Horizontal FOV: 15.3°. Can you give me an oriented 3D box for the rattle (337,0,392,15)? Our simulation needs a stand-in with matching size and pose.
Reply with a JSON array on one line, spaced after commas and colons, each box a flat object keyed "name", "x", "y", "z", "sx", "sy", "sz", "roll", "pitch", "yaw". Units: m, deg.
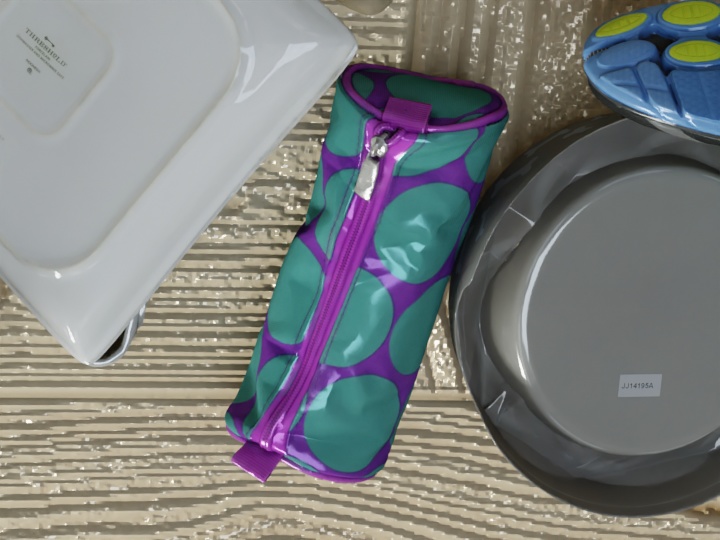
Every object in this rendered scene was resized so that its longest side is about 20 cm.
[{"name": "rattle", "x": -0.002, "y": -0.226, "z": 1.201, "sx": 0.130, "sy": 0.143, "sz": 0.200, "roll": 20, "pitch": 94, "yaw": -50}]

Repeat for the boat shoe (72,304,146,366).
[{"name": "boat shoe", "x": -0.123, "y": -0.050, "z": 1.235, "sx": 0.071, "sy": 0.070, "sz": 0.200, "roll": 0, "pitch": 113, "yaw": -8}]

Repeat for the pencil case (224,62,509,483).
[{"name": "pencil case", "x": 0.000, "y": 0.000, "z": 1.262, "sx": 0.085, "sy": 0.092, "sz": 0.200, "roll": 26, "pitch": 113, "yaw": 19}]

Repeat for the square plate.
[{"name": "square plate", "x": -0.133, "y": -0.093, "z": 1.179, "sx": 0.200, "sy": 0.028, "sz": 0.198, "roll": 44, "pitch": 108, "yaw": 10}]

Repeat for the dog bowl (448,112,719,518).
[{"name": "dog bowl", "x": 0.133, "y": 0.015, "z": 1.290, "sx": 0.200, "sy": 0.059, "sz": 0.200, "roll": -5, "pitch": 107, "yaw": -17}]

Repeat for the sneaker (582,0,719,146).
[{"name": "sneaker", "x": 0.194, "y": -0.063, "z": 1.216, "sx": 0.199, "sy": 0.071, "sz": 0.083, "roll": 14, "pitch": 146, "yaw": -7}]
